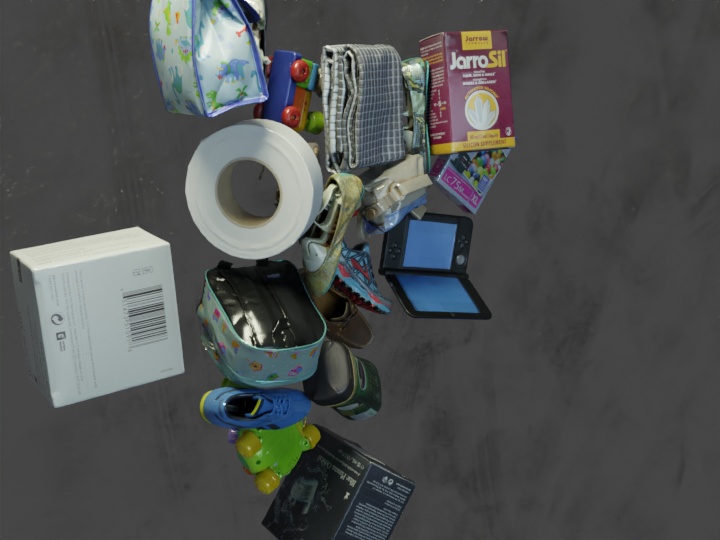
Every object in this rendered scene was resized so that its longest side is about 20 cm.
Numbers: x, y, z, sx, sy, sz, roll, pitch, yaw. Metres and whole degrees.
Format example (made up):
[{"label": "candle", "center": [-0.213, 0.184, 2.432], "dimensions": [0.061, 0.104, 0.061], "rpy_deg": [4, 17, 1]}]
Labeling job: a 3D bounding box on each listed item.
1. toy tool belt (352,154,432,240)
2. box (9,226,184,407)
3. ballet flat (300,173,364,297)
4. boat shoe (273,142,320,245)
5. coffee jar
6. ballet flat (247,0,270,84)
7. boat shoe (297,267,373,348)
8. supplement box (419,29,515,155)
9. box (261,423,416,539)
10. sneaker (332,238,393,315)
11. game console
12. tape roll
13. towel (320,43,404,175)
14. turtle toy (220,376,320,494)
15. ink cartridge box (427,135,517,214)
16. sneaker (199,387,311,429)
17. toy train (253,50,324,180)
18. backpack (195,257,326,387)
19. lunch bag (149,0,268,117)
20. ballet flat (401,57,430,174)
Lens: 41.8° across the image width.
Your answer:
[{"label": "toy tool belt", "center": [0.039, -0.107, 1.583], "dimensions": [0.199, 0.124, 0.124], "rpy_deg": [-36, 119, -38]}, {"label": "box", "center": [-0.372, 0.060, 1.340], "dimensions": [0.198, 0.130, 0.202], "rpy_deg": [-13, 108, -31]}, {"label": "ballet flat", "center": [-0.057, -0.058, 1.470], "dimensions": [0.070, 0.071, 0.202], "rpy_deg": [15, 100, -35]}, {"label": "boat shoe", "center": [-0.100, -0.122, 1.506], "dimensions": [0.072, 0.075, 0.202], "rpy_deg": [4, 133, 2]}, {"label": "coffee jar", "center": [-0.031, 0.184, 1.570], "dimensions": [0.200, 0.084, 0.106], "rpy_deg": [44, 35, -65]}, {"label": "ballet flat", "center": [-0.167, -0.359, 1.422], "dimensions": [0.072, 0.073, 0.203], "rpy_deg": [-7, 104, -33]}, {"label": "boat shoe", "center": [-0.042, 0.075, 1.608], "dimensions": [0.200, 0.067, 0.072], "rpy_deg": [45, 75, -33]}, {"label": "supplement box", "center": [0.184, -0.305, 1.628], "dimensions": [0.129, 0.103, 0.203], "rpy_deg": [-8, 97, -20]}, {"label": "box", "center": [-0.040, 0.398, 1.604], "dimensions": [0.117, 0.196, 0.202], "rpy_deg": [32, 83, -34]}, {"label": "sneaker", "center": [0.000, 0.000, 1.614], "dimensions": [0.200, 0.079, 0.096], "rpy_deg": [42, 75, -34]}, {"label": "game console", "center": [0.144, -0.010, 1.686], "dimensions": [0.198, 0.118, 0.173], "rpy_deg": [3, 99, -35]}, {"label": "tape roll", "center": [-0.159, -0.123, 1.411], "dimensions": [0.199, 0.071, 0.205], "rpy_deg": [3, 106, 11]}, {"label": "towel", "center": [0.006, -0.260, 1.511], "dimensions": [0.165, 0.084, 0.203], "rpy_deg": [-27, 119, -62]}, {"label": "turtle toy", "center": [-0.162, 0.256, 1.545], "dimensions": [0.146, 0.100, 0.202], "rpy_deg": [-42, 119, -36]}, {"label": "ink cartridge box", "center": [0.213, -0.220, 1.734], "dimensions": [0.119, 0.042, 0.202], "rpy_deg": [35, 79, -35]}, {"label": "sneaker", "center": [-0.146, 0.213, 1.446], "dimensions": [0.198, 0.078, 0.067], "rpy_deg": [7, 81, -39]}, {"label": "toy train", "center": [-0.104, -0.236, 1.494], "dimensions": [0.115, 0.084, 0.203], "rpy_deg": [5, 98, -48]}, {"label": "backpack", "center": [-0.150, 0.093, 1.458], "dimensions": [0.174, 0.200, 0.155], "rpy_deg": [-4, 124, -33]}, {"label": "lunch bag", "center": [-0.224, -0.329, 1.329], "dimensions": [0.126, 0.169, 0.203], "rpy_deg": [-24, 111, -27]}, {"label": "ballet flat", "center": [0.084, -0.263, 1.628], "dimensions": [0.073, 0.074, 0.203], "rpy_deg": [-11, 105, -32]}]
